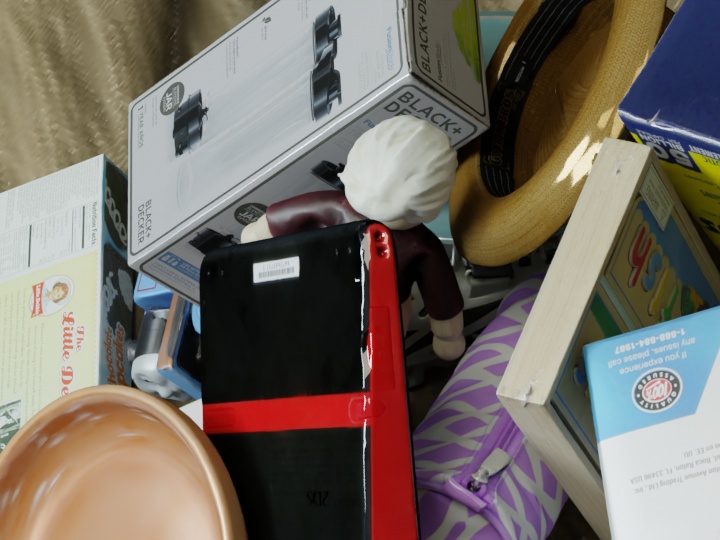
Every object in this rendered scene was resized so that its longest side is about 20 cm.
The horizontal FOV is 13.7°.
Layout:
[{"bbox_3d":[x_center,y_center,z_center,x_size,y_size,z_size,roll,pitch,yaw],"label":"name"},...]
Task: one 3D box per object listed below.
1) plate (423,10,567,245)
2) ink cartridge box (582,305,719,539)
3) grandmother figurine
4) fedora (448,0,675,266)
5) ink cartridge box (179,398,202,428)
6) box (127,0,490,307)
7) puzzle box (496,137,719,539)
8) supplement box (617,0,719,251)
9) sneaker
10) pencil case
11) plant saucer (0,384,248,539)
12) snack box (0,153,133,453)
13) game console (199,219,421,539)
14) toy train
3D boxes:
[{"bbox_3d":[0.066,-0.085,1.566,0.199,0.026,0.201,-4,39,3],"label":"plate"},{"bbox_3d":[0.201,0.124,1.290,0.146,0.146,0.201,-16,67,24],"label":"ink cartridge box"},{"bbox_3d":[0.000,0.000,1.464,0.121,0.200,0.061,18,48,-4],"label":"grandmother figurine"},{"bbox_3d":[0.118,-0.077,1.444,0.201,0.081,0.201,-54,20,29],"label":"fedora"},{"bbox_3d":[-0.074,0.130,1.551,0.199,0.067,0.118,-24,50,19],"label":"ink cartridge box"},{"bbox_3d":[-0.029,-0.078,1.517,0.200,0.060,0.117,-34,42,30],"label":"box"},{"bbox_3d":[0.127,0.045,1.383,0.025,0.200,0.134,14,69,29],"label":"puzzle box"},{"bbox_3d":[0.222,-0.049,1.381,0.108,0.200,0.110,22,74,40],"label":"supplement box"},{"bbox_3d":[0.059,-0.002,1.539,0.199,0.089,0.074,-25,48,16],"label":"sneaker"},{"bbox_3d":[0.068,0.080,1.426,0.083,0.086,0.200,21,37,10],"label":"pencil case"},{"bbox_3d":[-0.120,0.157,1.450,0.199,0.037,0.202,-11,74,42],"label":"plant saucer"},{"bbox_3d":[-0.186,0.039,1.706,0.116,0.037,0.201,-19,52,23],"label":"snack box"},{"bbox_3d":[-0.026,0.072,1.395,0.200,0.031,0.178,171,99,-64],"label":"game console"},{"bbox_3d":[-0.069,-0.012,1.636,0.114,0.087,0.201,-12,56,38],"label":"toy train"}]
